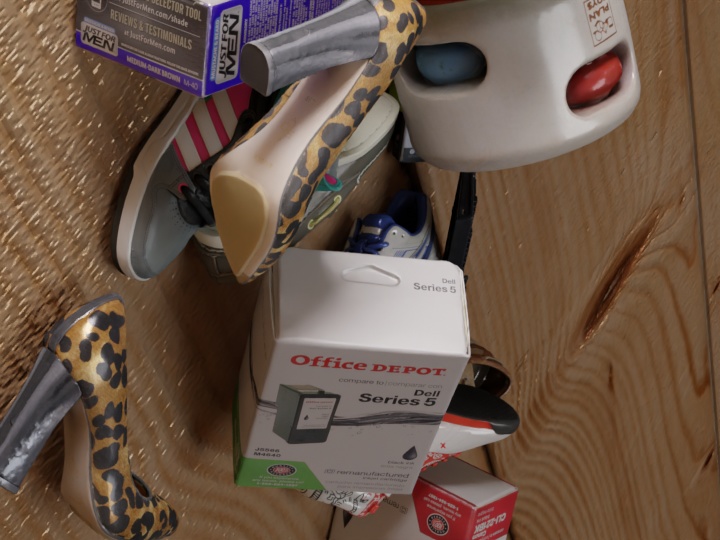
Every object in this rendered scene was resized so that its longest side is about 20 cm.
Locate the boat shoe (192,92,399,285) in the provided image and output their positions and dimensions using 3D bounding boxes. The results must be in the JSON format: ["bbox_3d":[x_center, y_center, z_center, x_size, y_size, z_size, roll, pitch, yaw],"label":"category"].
[{"bbox_3d":[-0.046,-0.065,1.230,0.201,0.072,0.061,-40,142,-30],"label":"boat shoe"}]

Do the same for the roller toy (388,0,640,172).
[{"bbox_3d":[0.115,-0.169,1.253,0.183,0.198,0.141,-100,175,-70],"label":"roller toy"}]

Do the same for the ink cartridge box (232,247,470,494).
[{"bbox_3d":[-0.012,0.080,1.239,0.201,0.144,0.085,107,-17,-51],"label":"ink cartridge box"}]

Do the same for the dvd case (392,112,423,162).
[{"bbox_3d":[0.109,-0.188,1.374,0.149,0.025,0.202,-4,117,-22],"label":"dvd case"}]

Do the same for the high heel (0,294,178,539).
[{"bbox_3d":[-0.157,0.107,1.138,0.143,0.071,0.200,-58,141,-4],"label":"high heel"}]

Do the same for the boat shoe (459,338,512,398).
[{"bbox_3d":[0.075,0.104,1.544,0.199,0.071,0.076,-14,121,-52],"label":"boat shoe"}]

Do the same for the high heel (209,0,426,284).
[{"bbox_3d":[-0.021,-0.082,1.056,0.142,0.071,0.201,-26,145,-35],"label":"high heel"}]

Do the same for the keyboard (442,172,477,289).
[{"bbox_3d":[0.082,-0.003,1.435,0.200,0.020,0.128,95,4,-62],"label":"keyboard"}]

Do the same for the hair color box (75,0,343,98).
[{"bbox_3d":[-0.074,-0.176,1.060,0.200,0.109,0.065,-27,133,-49],"label":"hair color box"}]

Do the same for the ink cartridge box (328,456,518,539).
[{"bbox_3d":[0.046,0.272,1.542,0.083,0.144,0.202,-13,120,-54],"label":"ink cartridge box"}]

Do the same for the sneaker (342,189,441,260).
[{"bbox_3d":[0.000,0.000,1.363,0.200,0.075,0.089,-45,137,-50],"label":"sneaker"}]

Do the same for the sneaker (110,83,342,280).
[{"bbox_3d":[-0.076,-0.067,1.122,0.201,0.120,0.084,-61,151,-10],"label":"sneaker"}]

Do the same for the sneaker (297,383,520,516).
[{"bbox_3d":[0.036,0.158,1.457,0.200,0.067,0.109,4,115,-23],"label":"sneaker"}]
